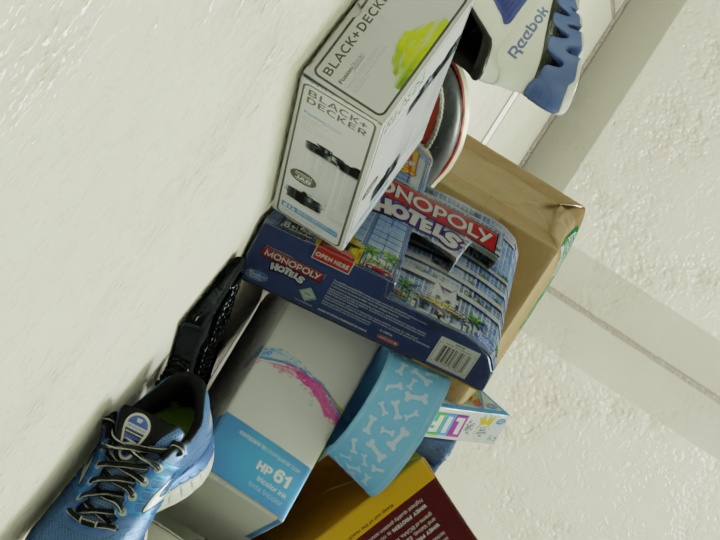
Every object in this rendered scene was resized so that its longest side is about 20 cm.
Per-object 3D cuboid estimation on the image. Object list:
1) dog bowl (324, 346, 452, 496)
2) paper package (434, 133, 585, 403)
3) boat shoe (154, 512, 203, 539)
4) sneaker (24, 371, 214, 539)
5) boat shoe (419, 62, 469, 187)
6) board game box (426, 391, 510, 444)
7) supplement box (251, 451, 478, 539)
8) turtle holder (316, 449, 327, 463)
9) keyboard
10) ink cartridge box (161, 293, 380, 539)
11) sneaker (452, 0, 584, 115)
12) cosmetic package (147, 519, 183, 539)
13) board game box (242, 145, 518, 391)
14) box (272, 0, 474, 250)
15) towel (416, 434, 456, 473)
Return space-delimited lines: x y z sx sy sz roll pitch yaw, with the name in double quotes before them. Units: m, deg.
"dog bowl" 0.021 0.090 1.347 0.112 0.050 0.200 -54 -171 22
"paper package" 0.073 -0.010 1.597 0.200 0.190 0.103 -62 174 32
"boat shoe" -0.160 0.240 1.588 0.200 0.075 0.062 -54 174 -6
"sneaker" -0.157 0.133 1.138 0.200 0.078 0.089 -55 161 -48
"boat shoe" 0.030 -0.094 1.440 0.062 0.071 0.200 -6 142 -29
"board game box" 0.028 0.102 1.628 0.200 0.134 0.034 12 113 -45
"supplement box" 0.004 0.269 1.394 0.197 0.200 0.133 -37 -164 -10
"turtle holder" -0.061 0.192 1.511 0.141 0.185 0.132 -129 -115 -87
"keyboard" -0.113 0.076 1.280 0.104 0.040 0.200 -54 173 -30
"ink cartridge box" -0.067 0.101 1.356 0.200 0.085 0.145 -62 -170 -26
"sneaker" 0.106 -0.215 1.343 0.081 0.115 0.200 118 -22 -54
"cosmetic package" -0.173 0.224 1.268 0.071 0.105 0.200 -56 176 -20
"board game box" 0.030 -0.031 1.332 0.062 0.200 0.200 -60 -172 38
"box" 0.005 -0.107 1.164 0.117 0.060 0.200 -54 173 -24
"towel" -0.006 0.129 1.649 0.049 0.200 0.112 -62 173 13
